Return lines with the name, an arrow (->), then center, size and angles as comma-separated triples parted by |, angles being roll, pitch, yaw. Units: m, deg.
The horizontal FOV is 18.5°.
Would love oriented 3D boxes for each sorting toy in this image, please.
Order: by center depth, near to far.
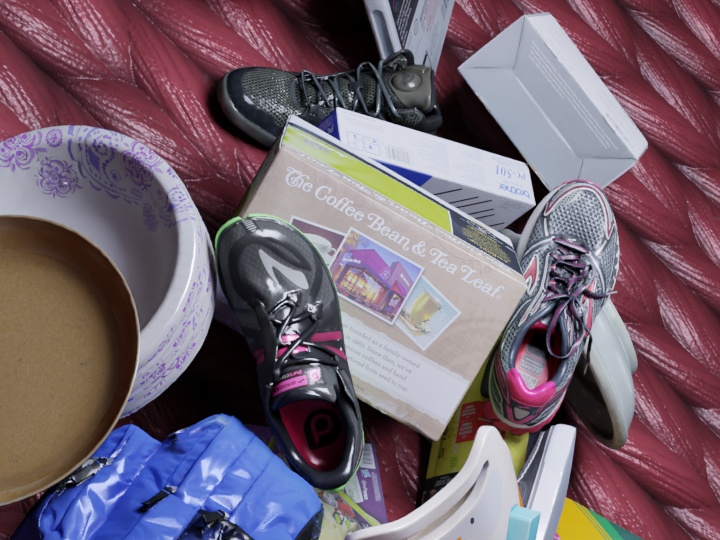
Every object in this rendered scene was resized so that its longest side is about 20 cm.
sorting toy -> 0.047, 0.182, 1.470 | 0.200, 0.180, 0.107 | -38, 61, -17

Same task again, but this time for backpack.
backpack -> -0.126, 0.183, 1.438 | 0.168, 0.162, 0.200 | 47, 43, -2

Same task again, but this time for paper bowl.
paper bowl -> -0.195, 0.012, 1.490 | 0.104, 0.200, 0.201 | 71, 17, -63

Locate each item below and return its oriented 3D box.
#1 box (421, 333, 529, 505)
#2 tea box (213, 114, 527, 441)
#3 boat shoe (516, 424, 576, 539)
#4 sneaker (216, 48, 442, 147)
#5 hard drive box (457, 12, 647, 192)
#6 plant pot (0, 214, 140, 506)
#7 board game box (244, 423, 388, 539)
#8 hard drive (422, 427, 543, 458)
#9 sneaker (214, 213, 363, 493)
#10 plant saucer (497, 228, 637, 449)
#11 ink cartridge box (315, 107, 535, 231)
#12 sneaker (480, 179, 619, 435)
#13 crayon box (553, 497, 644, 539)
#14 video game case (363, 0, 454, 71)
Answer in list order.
box -> 0.093, 0.117, 1.690 | 0.050, 0.075, 0.201 | 18, 74, -22
tea box -> 0.000, 0.000, 1.602 | 0.200, 0.134, 0.197 | 29, 8, -4
boat shoe -> 0.104, 0.191, 1.605 | 0.066, 0.070, 0.200 | 15, 59, 12
sneaker -> -0.015, -0.142, 1.791 | 0.199, 0.114, 0.076 | 15, 52, -32
hard drive box -> 0.171, -0.140, 1.914 | 0.156, 0.077, 0.200 | 53, 13, 1
plant pot -> -0.233, 0.060, 1.404 | 0.028, 0.199, 0.201 | 67, 12, -63
board game box -> -0.028, 0.213, 1.603 | 0.120, 0.032, 0.201 | 14, 54, -38
hard drive -> 0.074, 0.069, 1.771 | 0.200, 0.042, 0.135 | 44, 51, -10
sneaker -> -0.039, 0.055, 1.468 | 0.084, 0.077, 0.201 | -123, -169, -78
plant saucer -> 0.176, 0.047, 1.781 | 0.050, 0.200, 0.201 | -28, 81, -7
ink cartridge box -> 0.036, -0.070, 1.799 | 0.199, 0.094, 0.044 | 14, 54, -34
sneaker -> 0.149, 0.024, 1.643 | 0.080, 0.075, 0.201 | 17, 71, -1
crayon box -> 0.147, 0.260, 1.663 | 0.119, 0.058, 0.200 | 27, 36, 25
video game case -> 0.042, -0.254, 1.902 | 0.182, 0.023, 0.200 | 73, 24, -43
